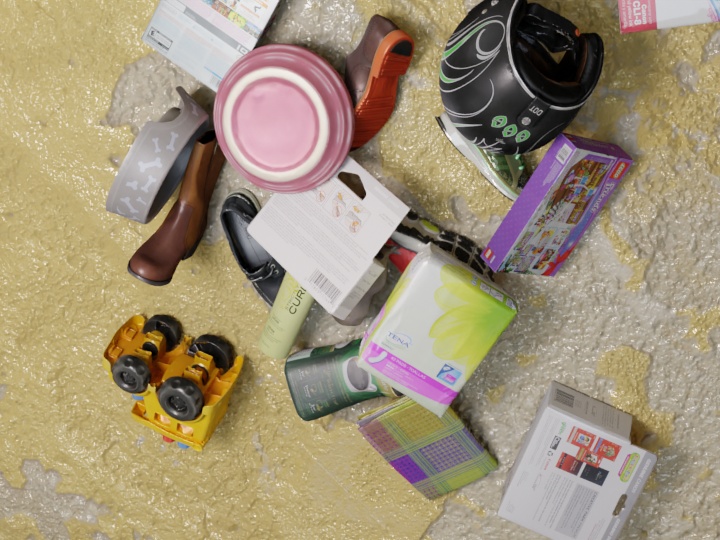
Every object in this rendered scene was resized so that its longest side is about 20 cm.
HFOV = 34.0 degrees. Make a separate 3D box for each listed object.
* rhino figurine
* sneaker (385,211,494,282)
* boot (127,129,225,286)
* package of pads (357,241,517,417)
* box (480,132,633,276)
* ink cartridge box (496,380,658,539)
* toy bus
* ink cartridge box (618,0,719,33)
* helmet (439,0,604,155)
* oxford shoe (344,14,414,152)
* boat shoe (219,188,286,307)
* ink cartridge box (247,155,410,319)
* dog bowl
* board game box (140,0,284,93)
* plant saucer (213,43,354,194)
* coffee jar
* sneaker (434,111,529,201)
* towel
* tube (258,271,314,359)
[{"bbox_3d":[0.000,0.000,1.658,0.088,0.059,0.201,48,135,20],"label":"rhino figurine"},{"bbox_3d":[0.099,-0.014,1.667,0.198,0.077,0.086,32,131,8],"label":"sneaker"},{"bbox_3d":[-0.246,-0.089,1.653,0.068,0.188,0.202,31,117,12],"label":"boot"},{"bbox_3d":[0.099,0.079,1.609,0.153,0.068,0.201,31,113,-7],"label":"package of pads"},{"bbox_3d":[0.259,-0.082,1.557,0.039,0.135,0.202,50,120,35],"label":"box"},{"bbox_3d":[0.316,0.293,1.713,0.173,0.084,0.203,23,115,5],"label":"ink cartridge box"},{"bbox_3d":[-0.296,0.189,1.818,0.197,0.136,0.194,23,131,7],"label":"toy bus"},{"bbox_3d":[0.404,-0.375,1.396,0.196,0.146,0.147,-4,110,16],"label":"ink cartridge box"},{"bbox_3d":[0.189,-0.244,1.469,0.201,0.200,0.190,51,151,-9],"label":"helmet"},{"bbox_3d":[0.008,-0.251,1.603,0.073,0.070,0.202,49,128,30],"label":"oxford shoe"},{"bbox_3d":[-0.149,-0.018,1.721,0.073,0.066,0.202,-15,106,19],"label":"boat shoe"},{"bbox_3d":[-0.039,-0.063,1.616,0.200,0.045,0.177,43,98,31],"label":"ink cartridge box"},{"bbox_3d":[-0.275,-0.153,1.628,0.058,0.201,0.202,30,115,-2],"label":"dog bowl"},{"bbox_3d":[-0.189,-0.363,1.600,0.146,0.064,0.201,34,116,-1],"label":"board game box"},{"bbox_3d":[-0.107,-0.199,1.578,0.197,0.051,0.204,5,109,13],"label":"plant saucer"},{"bbox_3d":[-0.007,0.149,1.737,0.197,0.085,0.106,-16,93,20],"label":"coffee jar"},{"bbox_3d":[0.194,-0.162,1.579,0.200,0.077,0.089,43,103,-8],"label":"sneaker"},{"bbox_3d":[0.101,0.257,1.758,0.142,0.023,0.200,-28,121,23],"label":"towel"},{"bbox_3d":[-0.093,0.035,1.695,0.057,0.052,0.202,23,118,-6],"label":"tube"}]
